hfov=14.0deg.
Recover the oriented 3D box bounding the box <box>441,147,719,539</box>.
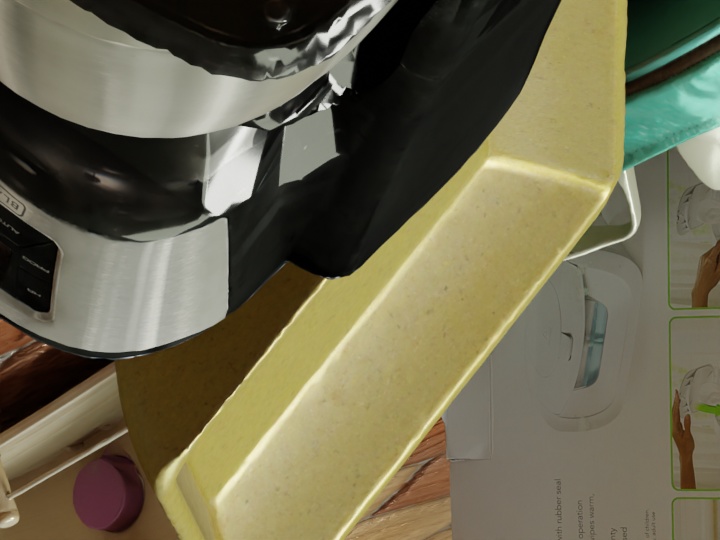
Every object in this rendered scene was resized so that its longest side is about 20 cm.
[{"bbox_3d":[0.125,0.048,1.049,0.176,0.201,0.097,-3,178,29],"label":"box"}]

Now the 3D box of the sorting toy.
[{"bbox_3d":[-0.099,0.135,1.170,0.200,0.181,0.107,-31,166,31],"label":"sorting toy"}]

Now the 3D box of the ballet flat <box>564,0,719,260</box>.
[{"bbox_3d":[0.087,-0.049,0.978,0.200,0.070,0.067,-28,-153,26],"label":"ballet flat"}]

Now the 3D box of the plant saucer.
[{"bbox_3d":[0.000,0.000,0.847,0.200,0.048,0.200,-51,165,-13],"label":"plant saucer"}]

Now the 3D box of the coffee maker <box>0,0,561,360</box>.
[{"bbox_3d":[-0.001,-0.082,0.518,0.192,0.135,0.200,-20,169,-13],"label":"coffee maker"}]
